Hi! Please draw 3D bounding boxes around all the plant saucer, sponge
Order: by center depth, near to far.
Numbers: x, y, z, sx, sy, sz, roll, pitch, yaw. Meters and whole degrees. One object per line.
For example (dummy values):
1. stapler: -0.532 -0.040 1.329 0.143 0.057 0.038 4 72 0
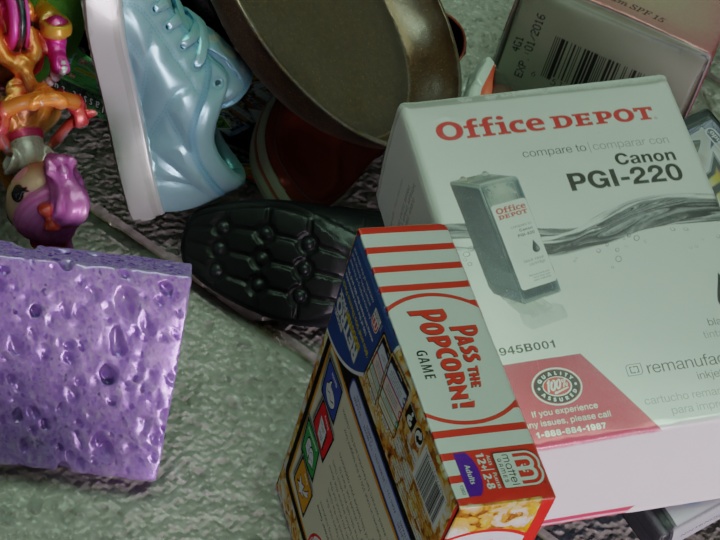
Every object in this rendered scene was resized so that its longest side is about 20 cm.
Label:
1. sponge: -0.189 0.039 0.907 0.200 0.112 0.030 8 19 -10
2. plant saucer: -0.021 -0.149 1.033 0.200 0.034 0.200 33 41 -35

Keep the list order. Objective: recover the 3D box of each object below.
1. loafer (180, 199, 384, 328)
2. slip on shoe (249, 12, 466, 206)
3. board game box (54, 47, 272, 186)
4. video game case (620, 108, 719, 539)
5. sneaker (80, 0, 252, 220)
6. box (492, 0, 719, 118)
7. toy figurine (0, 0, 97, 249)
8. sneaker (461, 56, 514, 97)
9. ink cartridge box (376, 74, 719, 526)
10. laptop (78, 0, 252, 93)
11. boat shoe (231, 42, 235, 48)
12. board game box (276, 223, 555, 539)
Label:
1. loafer: 0.000 0.000 1.036 0.200 0.068 0.070 10 8 4
2. slip on shoe: 0.000 -0.100 1.108 0.074 0.061 0.200 54 47 -11
3. board game box: -0.130 -0.126 1.132 0.200 0.023 0.105 24 48 6
4. video game case: 0.165 0.024 0.949 0.181 0.026 0.200 -25 63 -21
5. sneaker: -0.102 -0.120 0.984 0.082 0.200 0.074 -11 41 -5
6. box: 0.179 -0.181 1.213 0.128 0.109 0.200 24 47 6
7. toy figurine: -0.175 -0.058 0.963 0.150 0.200 0.184 -13 66 -32
8. sneaker: 0.081 -0.059 1.090 0.082 0.077 0.200 33 23 -12
9. ink cartridge box: 0.103 0.011 0.885 0.146 0.085 0.200 -7 55 -13
10. laptop: -0.144 -0.211 1.049 0.200 0.177 0.103 16 58 33
11. boat shoe: -0.061 -0.168 1.132 0.066 0.075 0.199 42 4 -18
12. board game box: 0.016 0.101 0.849 0.046 0.200 0.152 -4 51 -20
